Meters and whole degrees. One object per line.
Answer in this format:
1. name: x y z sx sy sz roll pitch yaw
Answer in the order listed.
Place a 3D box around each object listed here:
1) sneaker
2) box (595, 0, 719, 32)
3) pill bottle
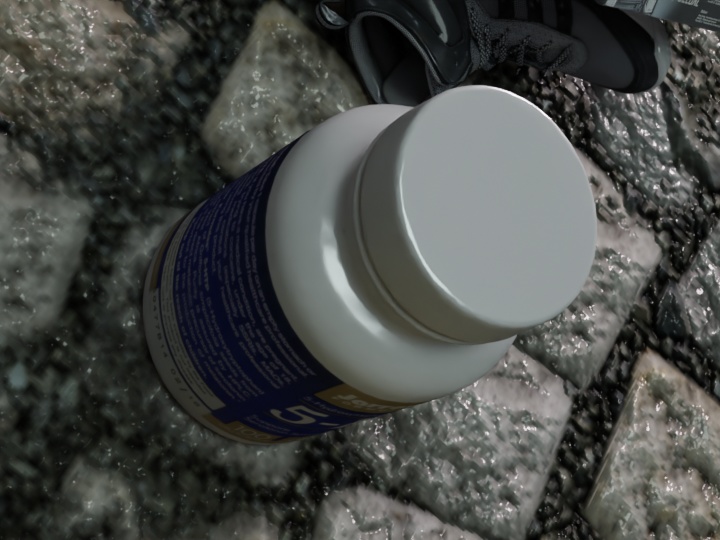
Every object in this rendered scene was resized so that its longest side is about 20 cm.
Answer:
1. sneaker: 0.067 -0.117 0.749 0.199 0.075 0.115 27 64 -16
2. box: 0.128 -0.184 0.736 0.199 0.050 0.158 -1 40 -51
3. pill bottle: 0.000 0.000 0.596 0.119 0.200 0.121 9 72 -29
